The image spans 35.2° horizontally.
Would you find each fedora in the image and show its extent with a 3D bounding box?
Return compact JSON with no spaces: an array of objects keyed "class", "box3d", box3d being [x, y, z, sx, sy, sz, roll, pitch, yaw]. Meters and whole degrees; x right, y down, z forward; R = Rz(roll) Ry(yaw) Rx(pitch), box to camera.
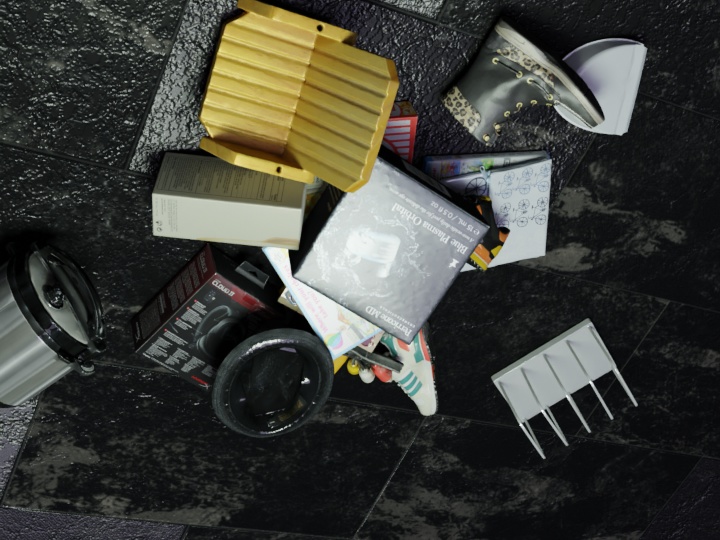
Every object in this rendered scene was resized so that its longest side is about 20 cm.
[{"class":"fedora","box3d":[-0.134,0.146,1.664,0.198,0.092,0.203,-9,127,-12]}]

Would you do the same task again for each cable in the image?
[{"class":"cable","box3d":[0.005,0.143,1.758,0.096,0.051,0.200,11,172,20]}]

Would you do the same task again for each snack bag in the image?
[{"class":"snack bag","box3d":[0.193,-0.077,1.725,0.197,0.022,0.190,-11,130,-11]}]

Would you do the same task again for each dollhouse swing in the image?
[{"class":"dollhouse swing","box3d":[-0.081,-0.210,1.408,0.180,0.176,0.202,12,104,-27]}]

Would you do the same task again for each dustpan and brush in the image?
[{"class":"dustpan and brush","box3d":[0.300,-0.266,1.621,0.198,0.057,0.141,-3,117,-25]}]

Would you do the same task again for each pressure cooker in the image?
[{"class":"pressure cooker","box3d":[-0.444,0.071,1.542,0.199,0.179,0.176,-34,127,11]}]

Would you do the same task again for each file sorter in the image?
[{"class":"file sorter","box3d":[0.356,0.212,1.967,0.199,0.125,0.139,-31,130,8]}]

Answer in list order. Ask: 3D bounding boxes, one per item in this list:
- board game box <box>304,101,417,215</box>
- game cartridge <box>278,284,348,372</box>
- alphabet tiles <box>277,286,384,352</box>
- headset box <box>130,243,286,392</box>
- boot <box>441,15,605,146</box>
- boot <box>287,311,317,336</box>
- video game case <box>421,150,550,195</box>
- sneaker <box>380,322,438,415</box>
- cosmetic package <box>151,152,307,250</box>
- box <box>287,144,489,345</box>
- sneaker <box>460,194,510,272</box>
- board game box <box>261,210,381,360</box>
[{"class":"board game box","box3d":[-0.026,-0.156,1.592,0.197,0.047,0.153,-7,129,-14]},{"class":"game cartridge","box3d":[-0.078,0.094,1.784,0.175,0.033,0.200,25,116,-33]},{"class":"alphabet tiles","box3d":[0.000,0.000,1.646,0.166,0.008,0.201,29,102,-17]},{"class":"headset box","box3d":[-0.219,0.066,1.683,0.200,0.078,0.148,-44,129,16]},{"class":"boot","box3d":[0.223,-0.233,1.570,0.199,0.073,0.151,39,114,-10]},{"class":"boot","box3d":[-0.053,0.047,1.713,0.075,0.073,0.202,-10,130,-52]},{"class":"video game case","box3d":[0.180,-0.113,1.718,0.197,0.018,0.144,-5,129,-16]},{"class":"sneaker","box3d":[0.079,0.164,1.882,0.092,0.071,0.201,-3,134,8]},{"class":"cosmetic package","box3d":[-0.173,-0.093,1.519,0.197,0.106,0.072,7,129,0]},{"class":"box","box3d":[0.035,-0.043,1.531,0.195,0.118,0.201,30,104,-16]},{"class":"sneaker","box3d":[0.146,-0.089,1.654,0.090,0.070,0.200,-48,125,-7]},{"class":"board game box","box3d":[-0.034,0.010,1.620,0.134,0.034,0.201,-30,110,3]}]
